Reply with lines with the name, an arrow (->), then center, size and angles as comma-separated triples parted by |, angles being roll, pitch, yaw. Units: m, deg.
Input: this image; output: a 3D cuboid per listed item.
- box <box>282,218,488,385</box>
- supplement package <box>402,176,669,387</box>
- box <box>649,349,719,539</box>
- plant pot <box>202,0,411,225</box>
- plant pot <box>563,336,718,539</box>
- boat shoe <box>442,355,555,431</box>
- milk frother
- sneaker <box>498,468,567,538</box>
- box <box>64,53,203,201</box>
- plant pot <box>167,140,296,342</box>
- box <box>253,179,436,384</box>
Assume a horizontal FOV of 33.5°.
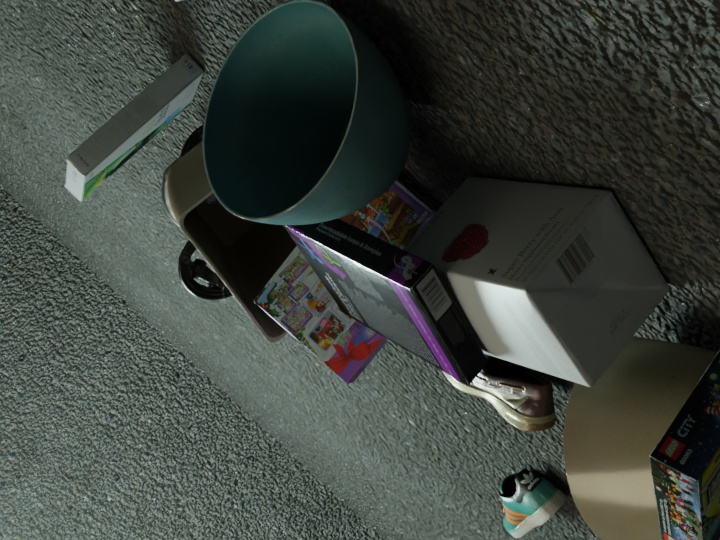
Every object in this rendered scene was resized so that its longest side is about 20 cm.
box -> 0.020, 0.018, 1.131 | 0.199, 0.036, 0.143 | 26, 157, 45
supplement package -> 0.147, 0.003, 1.070 | 0.120, 0.121, 0.199 | 51, 161, -26
box -> 0.277, 0.093, 0.853 | 0.038, 0.200, 0.137 | 27, 157, 31
plant pot -> -0.031, -0.128, 1.100 | 0.134, 0.202, 0.199 | 17, -174, -45
plant pot -> 0.307, 0.148, 1.003 | 0.199, 0.188, 0.188 | -6, 131, 50
boat shoe -> 0.161, 0.116, 1.425 | 0.200, 0.072, 0.073 | 39, 135, 52
milk frother -> -0.196, -0.067, 1.553 | 0.180, 0.200, 0.188 | 44, 163, -7
sneaker -> 0.238, 0.331, 1.744 | 0.080, 0.071, 0.200 | 45, 158, 9
box -> -0.285, -0.176, 1.495 | 0.036, 0.200, 0.144 | 47, 163, -3
plant pot -> -0.107, -0.079, 1.365 | 0.201, 0.199, 0.177 | 56, 171, -34
box -> 0.000, 0.000, 1.270 | 0.137, 0.200, 0.039 | 40, -174, 10
